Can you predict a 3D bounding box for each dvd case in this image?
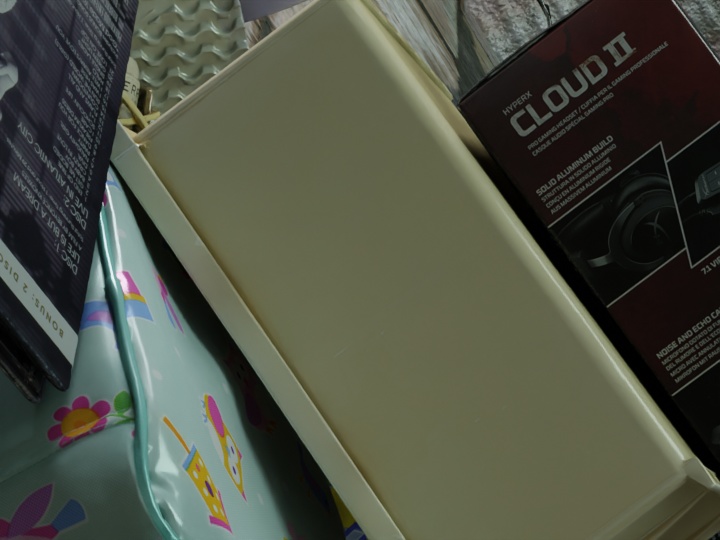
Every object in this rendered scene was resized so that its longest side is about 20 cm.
[{"bbox_3d":[-0.110,-0.085,0.675,0.201,0.016,0.149,-86,152,-43],"label":"dvd case"}]

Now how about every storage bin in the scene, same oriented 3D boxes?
[{"bbox_3d":[0.032,0.024,0.808,0.200,0.094,0.199,54,5,15],"label":"storage bin"}]

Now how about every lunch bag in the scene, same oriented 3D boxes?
[{"bbox_3d":[-0.061,0.068,0.735,0.161,0.077,0.201,53,12,-40],"label":"lunch bag"}]

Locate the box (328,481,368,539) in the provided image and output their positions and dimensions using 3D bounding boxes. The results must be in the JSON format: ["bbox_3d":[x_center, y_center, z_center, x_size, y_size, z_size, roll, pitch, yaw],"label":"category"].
[{"bbox_3d":[-0.011,0.080,0.956,0.200,0.070,0.065,44,17,-56],"label":"box"}]

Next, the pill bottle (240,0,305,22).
[{"bbox_3d":[-0.059,-0.212,1.035,0.111,0.111,0.201,-78,146,-75],"label":"pill bottle"}]

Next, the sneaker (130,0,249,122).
[{"bbox_3d":[-0.084,-0.111,0.976,0.100,0.069,0.202,-124,-149,-67],"label":"sneaker"}]

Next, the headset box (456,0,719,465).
[{"bbox_3d":[0.109,-0.012,0.796,0.201,0.077,0.149,55,6,1],"label":"headset box"}]

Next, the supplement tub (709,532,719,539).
[{"bbox_3d":[0.129,0.114,1.173,0.123,0.199,0.123,57,10,-16],"label":"supplement tub"}]

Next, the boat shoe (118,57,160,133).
[{"bbox_3d":[-0.110,-0.059,0.877,0.201,0.066,0.074,63,11,17],"label":"boat shoe"}]
